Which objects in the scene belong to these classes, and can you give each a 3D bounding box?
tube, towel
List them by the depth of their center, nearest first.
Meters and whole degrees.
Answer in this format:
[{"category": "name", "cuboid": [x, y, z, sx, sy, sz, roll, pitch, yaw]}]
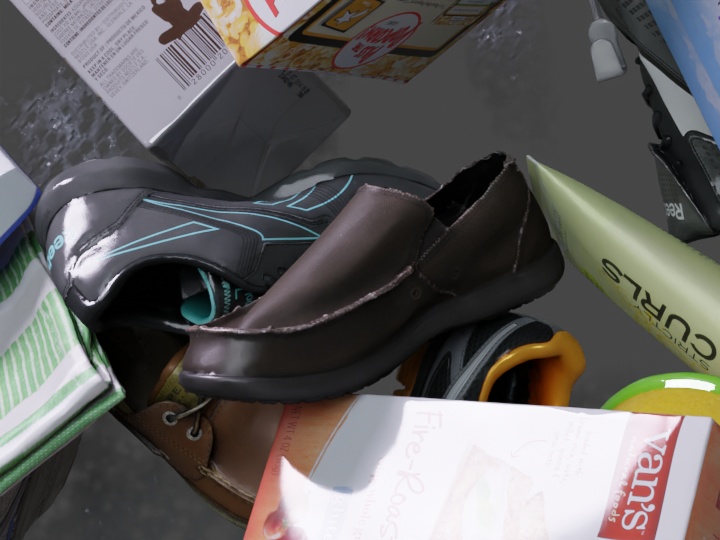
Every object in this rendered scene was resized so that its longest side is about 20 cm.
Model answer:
[{"category": "tube", "cuboid": [0.150, 0.022, 1.091, 0.200, 0.052, 0.058, 38, 125, 20]}, {"category": "towel", "cuboid": [-0.191, 0.041, 1.134, 0.152, 0.023, 0.200, -39, 39, 4]}]

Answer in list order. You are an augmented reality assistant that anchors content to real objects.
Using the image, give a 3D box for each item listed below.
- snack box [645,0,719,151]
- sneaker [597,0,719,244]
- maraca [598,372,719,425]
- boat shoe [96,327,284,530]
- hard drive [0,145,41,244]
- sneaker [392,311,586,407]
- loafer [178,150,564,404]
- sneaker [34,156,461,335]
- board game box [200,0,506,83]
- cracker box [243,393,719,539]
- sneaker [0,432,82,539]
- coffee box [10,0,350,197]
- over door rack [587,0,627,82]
[{"category": "snack box", "cuboid": [0.235, -0.092, 1.042, 0.200, 0.068, 0.169, -13, 67, -27]}, {"category": "sneaker", "cuboid": [0.152, -0.059, 1.097, 0.090, 0.066, 0.200, -45, 87, 9]}, {"category": "maraca", "cuboid": [0.163, 0.123, 1.022, 0.200, 0.107, 0.137, 33, 123, 32]}, {"category": "boat shoe", "cuboid": [-0.075, 0.060, 1.146, 0.200, 0.068, 0.072, 30, 83, 23]}, {"category": "hard drive", "cuboid": [-0.228, -0.026, 1.187, 0.132, 0.025, 0.200, -47, 31, -1]}, {"category": "sneaker", "cuboid": [0.042, 0.106, 1.076, 0.077, 0.078, 0.201, -6, 67, 51]}, {"category": "loafer", "cuboid": [0.000, 0.000, 1.063, 0.073, 0.200, 0.072, 3, 110, 46]}, {"category": "sneaker", "cuboid": [-0.042, -0.001, 1.117, 0.199, 0.076, 0.079, -1, 40, -15]}, {"category": "board game box", "cuboid": [0.046, -0.158, 1.083, 0.200, 0.151, 0.046, -38, 74, 24]}, {"category": "cracker box", "cuboid": [0.045, 0.122, 0.984, 0.200, 0.058, 0.134, 1, 64, 34]}, {"category": "sneaker", "cuboid": [-0.192, 0.128, 1.151, 0.077, 0.085, 0.201, 6, 75, 19]}, {"category": "coffee box", "cuboid": [-0.110, -0.129, 1.195, 0.080, 0.114, 0.200, -44, 64, 2]}, {"category": "over door rack", "cuboid": [0.154, -0.195, 1.166, 0.147, 0.067, 0.201, -16, 82, 12]}]
